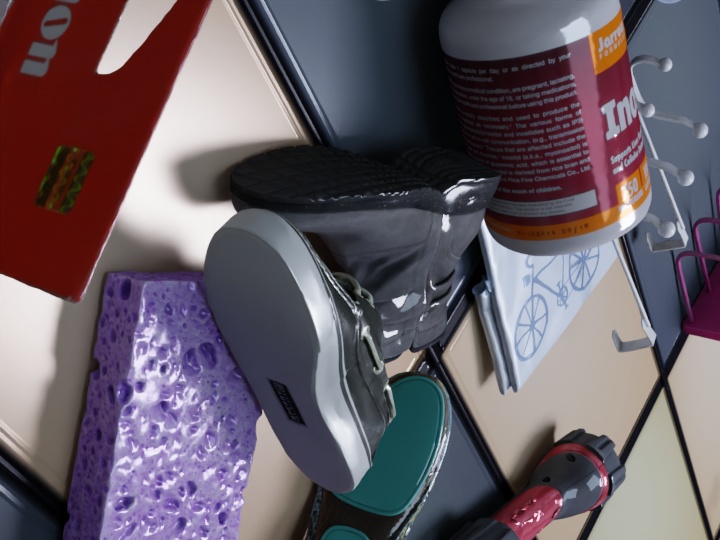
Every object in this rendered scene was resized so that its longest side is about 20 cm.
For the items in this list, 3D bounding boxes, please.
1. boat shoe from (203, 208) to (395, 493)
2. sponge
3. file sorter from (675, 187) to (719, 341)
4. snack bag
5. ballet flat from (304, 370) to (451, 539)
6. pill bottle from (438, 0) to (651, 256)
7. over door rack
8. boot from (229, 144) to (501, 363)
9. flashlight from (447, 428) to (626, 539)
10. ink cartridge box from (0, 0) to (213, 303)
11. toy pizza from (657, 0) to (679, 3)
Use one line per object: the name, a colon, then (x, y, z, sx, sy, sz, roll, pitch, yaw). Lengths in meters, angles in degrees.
boat shoe: (-0.025, 0.034, 0.619, 0.064, 0.071, 0.200, -51, 146, -30)
sponge: (-0.099, 0.100, 0.620, 0.111, 0.030, 0.201, 2, 101, -55)
file sorter: (0.424, -0.034, 1.209, 0.200, 0.139, 0.126, -52, 137, -28)
snack bag: (0.139, -0.035, 0.909, 0.189, 0.021, 0.201, -46, 134, -35)
ballet flat: (0.001, 0.160, 0.767, 0.201, 0.074, 0.074, -62, 144, -13)
pill bottle: (0.113, -0.120, 0.748, 0.113, 0.113, 0.201, -42, 126, -38)
over door rack: (0.242, -0.054, 0.974, 0.148, 0.066, 0.201, -58, 141, -42)
boot: (0.000, 0.000, 0.691, 0.199, 0.070, 0.132, -3, 119, -42)
flashlight: (0.143, 0.195, 0.964, 0.200, 0.068, 0.068, -25, 123, -49)
ink cartridge box: (-0.122, -0.104, 0.381, 0.044, 0.173, 0.201, 34, 75, -54)
toy pizza: (0.250, -0.315, 0.944, 0.200, 0.032, 0.201, -24, 121, -47)
